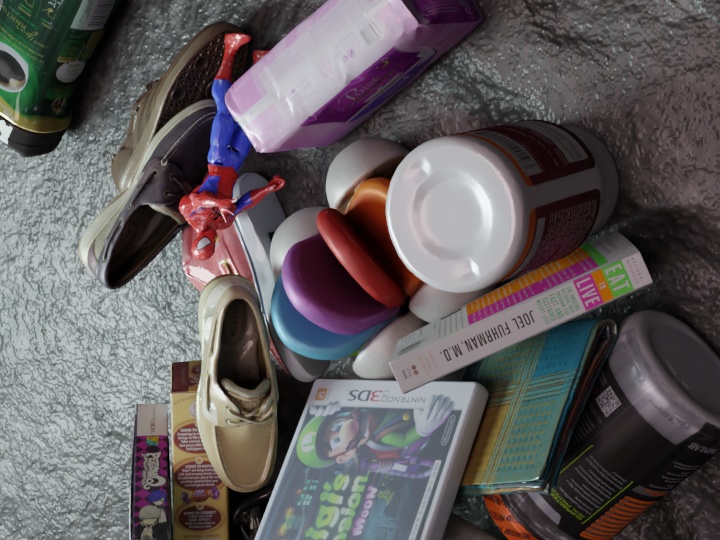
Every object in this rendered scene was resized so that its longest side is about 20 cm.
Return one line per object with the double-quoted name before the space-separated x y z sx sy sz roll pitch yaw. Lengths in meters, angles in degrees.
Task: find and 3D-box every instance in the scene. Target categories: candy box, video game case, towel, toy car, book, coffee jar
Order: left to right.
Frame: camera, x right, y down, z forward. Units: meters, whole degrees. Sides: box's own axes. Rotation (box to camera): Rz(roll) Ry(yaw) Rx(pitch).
"coffee jar" -0.311 -0.214 1.427 0.104 0.085 0.200 38 116 18
"video game case" -0.194 0.258 1.373 0.036 0.182 0.201 -1 129 -7
"candy box" -0.151 0.195 1.387 0.056 0.117 0.201 -2 101 -6
"video game case" 0.000 0.180 1.193 0.181 0.023 0.201 -3 57 42
"toy car" 0.000 0.000 1.234 0.175 0.150 0.200 50 121 14
"towel" 0.120 0.111 1.159 0.022 0.147 0.200 31 159 -16
"book" 0.120 0.033 1.128 0.199 0.134 0.048 -24 91 6

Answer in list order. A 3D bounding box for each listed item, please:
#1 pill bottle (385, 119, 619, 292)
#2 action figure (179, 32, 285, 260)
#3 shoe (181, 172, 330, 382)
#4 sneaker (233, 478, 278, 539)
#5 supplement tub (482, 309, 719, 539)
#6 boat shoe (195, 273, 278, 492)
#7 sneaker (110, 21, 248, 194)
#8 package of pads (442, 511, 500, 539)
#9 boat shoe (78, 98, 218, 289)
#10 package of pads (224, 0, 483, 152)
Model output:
"pill bottle" 0.115 -0.055 1.119 0.114 0.200 0.115 7 103 31
"action figure" -0.101 -0.103 1.279 0.099 0.065 0.201 9 81 46
"shoe" -0.098 0.017 1.352 0.091 0.071 0.201 -27 80 35
"sneaker" -0.088 0.250 1.366 0.076 0.114 0.200 49 126 15
"supplement tub" 0.193 0.135 1.156 0.123 0.122 0.200 51 121 13
"boat shoe" -0.105 0.106 1.282 0.065 0.072 0.201 -137 43 -69
"sneaker" -0.180 -0.156 1.367 0.200 0.070 0.076 -56 48 18
"package of pads" 0.078 0.280 1.243 0.154 0.068 0.200 28 146 24
"boat shoe" -0.178 -0.065 1.340 0.200 0.072 0.065 -48 45 7
"package of pads" -0.007 -0.177 1.220 0.200 0.120 0.076 -36 80 33
